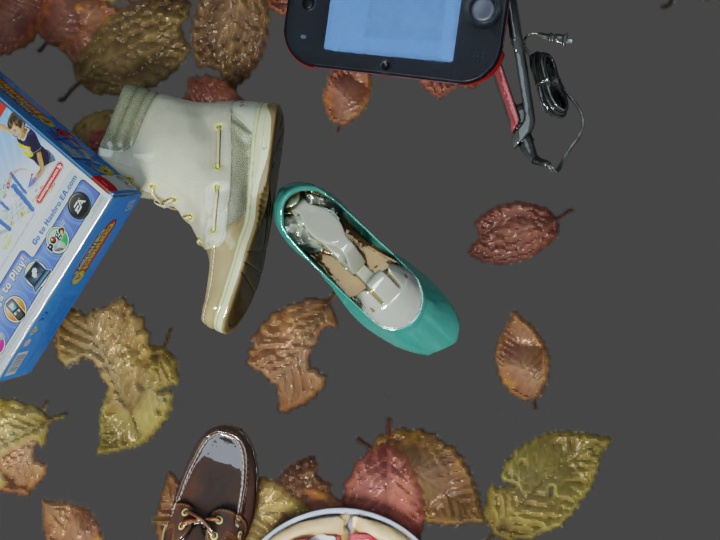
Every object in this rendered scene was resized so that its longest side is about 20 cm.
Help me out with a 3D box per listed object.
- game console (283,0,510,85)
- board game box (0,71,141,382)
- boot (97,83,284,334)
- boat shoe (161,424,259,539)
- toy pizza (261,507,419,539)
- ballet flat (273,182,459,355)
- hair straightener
[{"bbox_3d":[0.036,-0.253,1.393,0.197,0.031,0.179,9,95,18],"label":"game console"},{"bbox_3d":[-0.316,-0.045,1.401,0.195,0.056,0.201,40,107,13],"label":"board game box"},{"bbox_3d":[-0.154,-0.055,1.408,0.153,0.072,0.203,9,83,7],"label":"boot"},{"bbox_3d":[-0.133,0.231,1.389,0.069,0.070,0.203,10,87,8],"label":"boat shoe"},{"bbox_3d":[-0.017,0.302,1.382,0.197,0.032,0.203,0,88,3],"label":"toy pizza"},{"bbox_3d":[0.000,0.000,1.386,0.200,0.070,0.067,42,91,7],"label":"ballet flat"},{"bbox_3d":[0.145,-0.180,1.393,0.076,0.041,0.202,-17,80,5],"label":"hair straightener"}]
